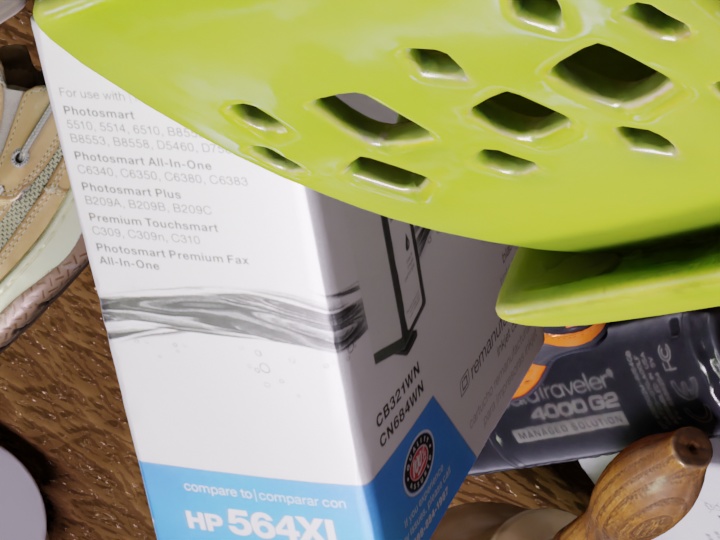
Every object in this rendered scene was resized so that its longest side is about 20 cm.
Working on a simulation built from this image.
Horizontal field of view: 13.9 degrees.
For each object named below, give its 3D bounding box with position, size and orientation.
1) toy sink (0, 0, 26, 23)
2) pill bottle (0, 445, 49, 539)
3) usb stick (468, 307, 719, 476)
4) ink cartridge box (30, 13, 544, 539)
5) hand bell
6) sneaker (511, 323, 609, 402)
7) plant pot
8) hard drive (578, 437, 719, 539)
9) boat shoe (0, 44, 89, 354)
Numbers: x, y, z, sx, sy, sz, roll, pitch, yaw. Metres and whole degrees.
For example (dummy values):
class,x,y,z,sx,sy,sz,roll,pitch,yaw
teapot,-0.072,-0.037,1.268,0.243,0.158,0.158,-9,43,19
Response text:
class,x,y,z,sx,sy,sz,roll,pitch,yaw
toy sink,-0.201,-0.105,0.997,0.112,0.130,0.201,7,122,43
pill bottle,-0.226,0.160,1.556,0.116,0.117,0.200,34,154,-1
usb stick,0.081,0.044,1.107,0.200,0.033,0.056,-15,102,57
ink cartridge box,-0.015,-0.025,0.903,0.084,0.146,0.201,7,127,24
hand bell,0.085,0.104,1.103,0.104,0.104,0.200,34,150,-2
sneaker,0.000,0.000,1.076,0.199,0.078,0.112,15,147,33
plant pot,0.072,-0.099,0.704,0.181,0.200,0.200,38,154,-24
hard drive,0.189,0.110,1.109,0.199,0.026,0.132,5,142,44
boat shoe,-0.104,-0.048,1.024,0.076,0.200,0.072,40,-168,-4
